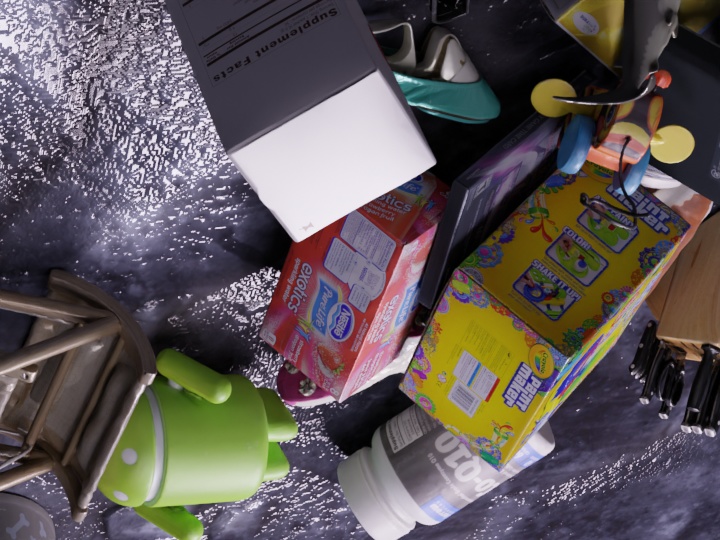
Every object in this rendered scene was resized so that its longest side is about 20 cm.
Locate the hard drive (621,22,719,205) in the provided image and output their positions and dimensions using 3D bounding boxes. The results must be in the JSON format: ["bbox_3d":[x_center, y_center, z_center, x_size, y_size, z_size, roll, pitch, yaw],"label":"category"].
[{"bbox_3d":[0.297,-0.109,1.504,0.033,0.199,0.140,-44,155,-30],"label":"hard drive"}]

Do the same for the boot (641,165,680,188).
[{"bbox_3d":[0.317,-0.130,1.640,0.199,0.073,0.090,-12,160,-30],"label":"boot"}]

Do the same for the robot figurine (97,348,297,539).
[{"bbox_3d":[-0.161,0.153,1.692,0.199,0.116,0.177,0,121,-26],"label":"robot figurine"}]

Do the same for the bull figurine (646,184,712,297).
[{"bbox_3d":[0.259,-0.034,1.741,0.121,0.065,0.201,-1,136,-25],"label":"bull figurine"}]

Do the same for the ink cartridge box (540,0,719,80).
[{"bbox_3d":[0.275,-0.234,1.527,0.200,0.047,0.197,-37,141,20],"label":"ink cartridge box"}]

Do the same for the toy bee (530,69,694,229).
[{"bbox_3d":[0.210,-0.112,1.465,0.130,0.200,0.109,14,109,-30],"label":"toy bee"}]

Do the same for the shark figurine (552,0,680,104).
[{"bbox_3d":[0.202,-0.206,1.412,0.089,0.216,0.128,16,170,13],"label":"shark figurine"}]

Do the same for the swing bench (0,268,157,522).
[{"bbox_3d":[-0.301,0.108,1.557,0.199,0.130,0.199,-1,137,-35],"label":"swing bench"}]

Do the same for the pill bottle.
[{"bbox_3d":[0.083,0.181,1.862,0.199,0.114,0.114,-34,142,13],"label":"pill bottle"}]

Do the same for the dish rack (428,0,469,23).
[{"bbox_3d":[0.134,-0.259,1.364,0.199,0.055,0.153,-24,173,-3],"label":"dish rack"}]

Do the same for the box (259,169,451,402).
[{"bbox_3d":[0.000,0.000,1.586,0.095,0.100,0.201,-34,155,-43],"label":"box"}]

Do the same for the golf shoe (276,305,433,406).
[{"bbox_3d":[0.019,0.078,1.740,0.199,0.076,0.092,-28,146,6],"label":"golf shoe"}]

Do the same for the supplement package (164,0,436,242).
[{"bbox_3d":[-0.048,-0.147,1.323,0.119,0.201,0.121,-28,144,6],"label":"supplement package"}]

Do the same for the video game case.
[{"bbox_3d":[0.125,-0.069,1.576,0.200,0.019,0.143,-39,156,-38],"label":"video game case"}]

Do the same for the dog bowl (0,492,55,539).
[{"bbox_3d":[-0.382,0.295,1.791,0.199,0.059,0.201,-16,143,-12],"label":"dog bowl"}]

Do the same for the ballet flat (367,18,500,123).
[{"bbox_3d":[0.041,-0.160,1.473,0.199,0.067,0.071,3,121,-34],"label":"ballet flat"}]

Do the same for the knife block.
[{"bbox_3d":[0.344,0.051,1.797,0.199,0.176,0.064,-36,142,15],"label":"knife block"}]

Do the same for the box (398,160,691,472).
[{"bbox_3d":[0.156,0.032,1.616,0.193,0.122,0.200,-44,166,-33],"label":"box"}]
